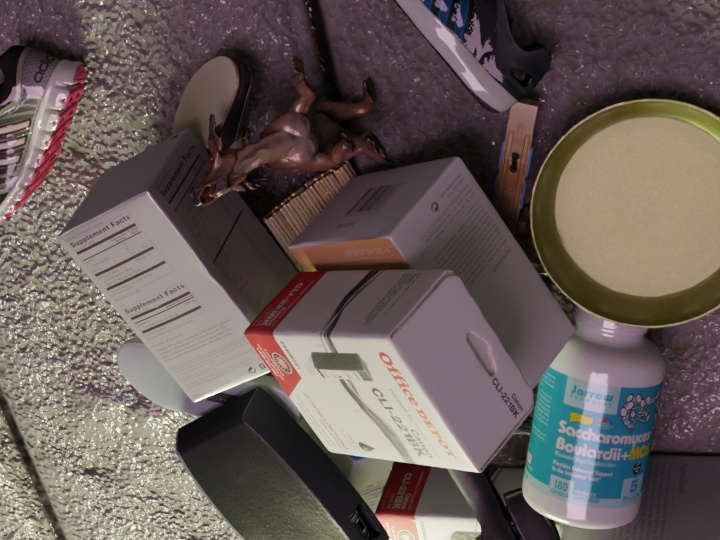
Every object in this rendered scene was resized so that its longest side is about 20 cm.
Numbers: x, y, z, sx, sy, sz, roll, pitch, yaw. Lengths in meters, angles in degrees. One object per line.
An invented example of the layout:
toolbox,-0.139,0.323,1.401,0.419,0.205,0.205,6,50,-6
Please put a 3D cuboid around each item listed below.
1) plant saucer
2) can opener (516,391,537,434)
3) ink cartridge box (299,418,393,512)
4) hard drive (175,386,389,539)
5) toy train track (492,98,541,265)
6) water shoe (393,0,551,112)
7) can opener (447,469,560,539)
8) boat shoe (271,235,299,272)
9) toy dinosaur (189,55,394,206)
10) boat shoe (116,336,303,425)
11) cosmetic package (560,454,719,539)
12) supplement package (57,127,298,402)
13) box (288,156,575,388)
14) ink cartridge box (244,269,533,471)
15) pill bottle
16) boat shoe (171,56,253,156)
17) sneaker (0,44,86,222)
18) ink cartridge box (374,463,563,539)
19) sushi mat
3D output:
plant saucer,0.243,-0.050,1.148,0.199,0.031,0.201,3,111,9
can opener,0.132,0.140,1.347,0.199,0.053,0.067,11,93,10
ink cartridge box,-0.036,0.197,1.379,0.116,0.067,0.200,38,124,33
hard drive,-0.080,0.213,1.303,0.135,0.042,0.200,-29,108,36
toy train track,0.133,-0.066,1.202,0.114,0.033,0.201,14,127,12
water shoe,0.075,-0.222,1.102,0.079,0.072,0.200,-40,105,8
can opener,0.113,0.204,1.311,0.079,0.063,0.200,-34,87,-3
boat shoe,-0.112,0.005,1.315,0.199,0.072,0.062,-4,115,20
toy dinosaur,-0.059,-0.109,1.177,0.135,0.200,0.086,-27,76,31
boat shoe,-0.137,0.097,1.322,0.199,0.068,0.074,9,122,19
cosmetic package,0.305,0.291,1.309,0.199,0.167,0.168,-2,123,20
supplement package,-0.151,-0.003,1.209,0.109,0.114,0.200,-24,115,28
box,0.062,0.017,1.191,0.152,0.106,0.200,-7,125,54
ink cartridge box,0.021,0.079,1.111,0.200,0.084,0.144,-3,128,52
pill bottle,0.214,0.124,1.238,0.110,0.111,0.201,10,104,13
boat shoe,-0.137,-0.111,1.250,0.062,0.071,0.200,2,132,-34
sneaker,-0.333,-0.134,1.298,0.087,0.074,0.200,30,124,-3
ink cartridge box,0.130,0.284,1.419,0.199,0.084,0.145,-1,123,20
sushi mat,0.000,0.000,1.274,0.096,0.012,0.200,-36,113,-4
